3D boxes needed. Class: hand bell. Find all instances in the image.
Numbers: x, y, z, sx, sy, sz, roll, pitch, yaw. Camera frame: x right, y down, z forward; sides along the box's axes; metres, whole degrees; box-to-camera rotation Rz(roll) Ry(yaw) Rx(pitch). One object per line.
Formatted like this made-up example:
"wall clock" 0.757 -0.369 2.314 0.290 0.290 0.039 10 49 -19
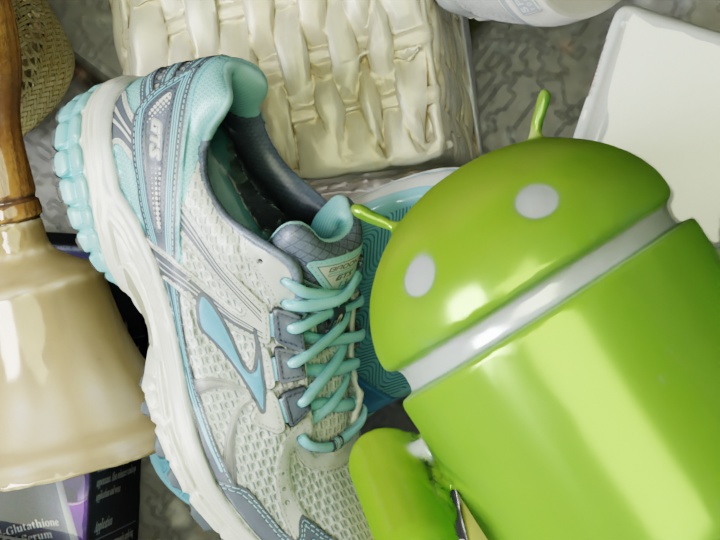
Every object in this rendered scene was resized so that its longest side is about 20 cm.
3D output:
"hand bell" -0.128 -0.028 0.993 0.104 0.104 0.200 -12 97 6

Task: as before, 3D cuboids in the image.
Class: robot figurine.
"robot figurine" 0.081 0.043 0.919 0.175 0.116 0.200 -32 88 7

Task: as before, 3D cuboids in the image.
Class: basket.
"basket" -0.033 -0.124 1.089 0.135 0.123 0.200 -9 90 6

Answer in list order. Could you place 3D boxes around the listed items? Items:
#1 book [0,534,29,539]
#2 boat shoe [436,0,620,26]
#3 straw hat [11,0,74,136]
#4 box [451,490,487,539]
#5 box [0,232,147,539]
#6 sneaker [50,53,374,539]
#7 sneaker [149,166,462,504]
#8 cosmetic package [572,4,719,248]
"book" -0.177 0.161 1.045 0.200 0.048 0.134 10 90 5
"boat shoe" 0.104 -0.141 1.068 0.068 0.200 0.072 0 118 45
"straw hat" -0.164 -0.090 1.115 0.085 0.201 0.201 31 95 -35
"box" 0.014 0.116 1.053 0.050 0.200 0.075 -13 88 -30
"box" -0.169 0.082 1.117 0.148 0.104 0.200 2 91 7
"sneaker" -0.034 0.018 0.964 0.086 0.078 0.200 -23 97 33
"sneaker" 0.000 0.000 1.070 0.080 0.131 0.200 42 125 -12
"cosmetic package" 0.169 0.007 1.047 0.200 0.165 0.165 18 94 7
